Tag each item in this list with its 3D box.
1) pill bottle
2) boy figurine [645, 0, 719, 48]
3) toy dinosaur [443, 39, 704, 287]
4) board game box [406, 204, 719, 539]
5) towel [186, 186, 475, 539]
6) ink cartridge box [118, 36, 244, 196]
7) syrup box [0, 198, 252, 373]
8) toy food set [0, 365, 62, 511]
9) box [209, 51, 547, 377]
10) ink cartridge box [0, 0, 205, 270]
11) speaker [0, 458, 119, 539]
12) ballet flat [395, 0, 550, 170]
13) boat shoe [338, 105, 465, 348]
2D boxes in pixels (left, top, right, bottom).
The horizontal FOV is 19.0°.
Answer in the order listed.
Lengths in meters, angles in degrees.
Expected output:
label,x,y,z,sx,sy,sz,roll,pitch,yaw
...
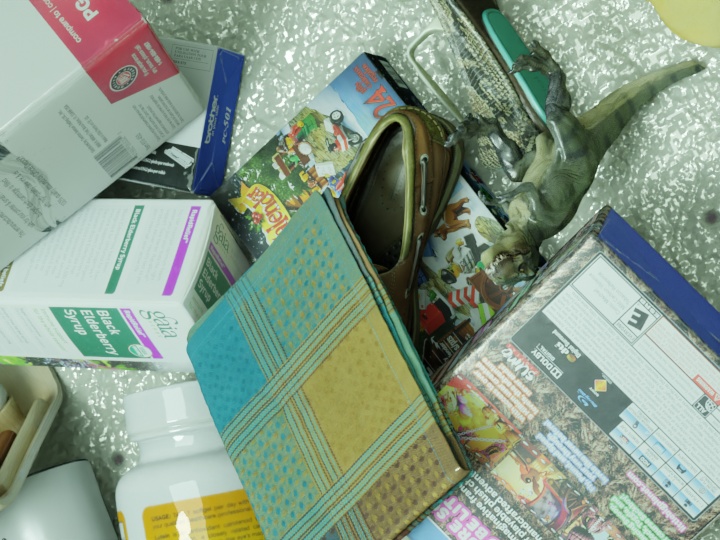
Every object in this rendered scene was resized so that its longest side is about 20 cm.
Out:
label,x,y,z,sx,sy,sz,roll,pitch,yaw
pill bottle,-0.088,0.168,1.308,0.111,0.111,0.200,-12,85,21
boy figurine,0.142,-0.203,1.221,0.200,0.124,0.064,36,87,2
toy dinosaur,0.106,-0.075,1.221,0.088,0.047,0.200,41,65,0
board game box,0.121,0.093,1.211,0.159,0.097,0.200,45,106,0
towel,-0.023,0.074,1.203,0.147,0.022,0.200,-46,53,28
ink cartridge box,-0.179,-0.110,1.384,0.200,0.044,0.094,11,92,22
syrup box,-0.174,0.009,1.346,0.200,0.079,0.082,2,57,23
toy food set,-0.271,0.130,1.347,0.143,0.200,0.060,-37,104,17
box,0.019,-0.013,1.307,0.137,0.038,0.200,-42,75,16
ink cartridge box,-0.207,-0.085,1.266,0.200,0.145,0.084,-39,71,-3
speaker,-0.174,0.226,1.359,0.081,0.081,0.200,-26,80,19
ballet flat,0.056,-0.152,1.283,0.075,0.068,0.200,-24,84,28
boat shoe,0.000,0.000,1.257,0.072,0.068,0.200,15,95,21
